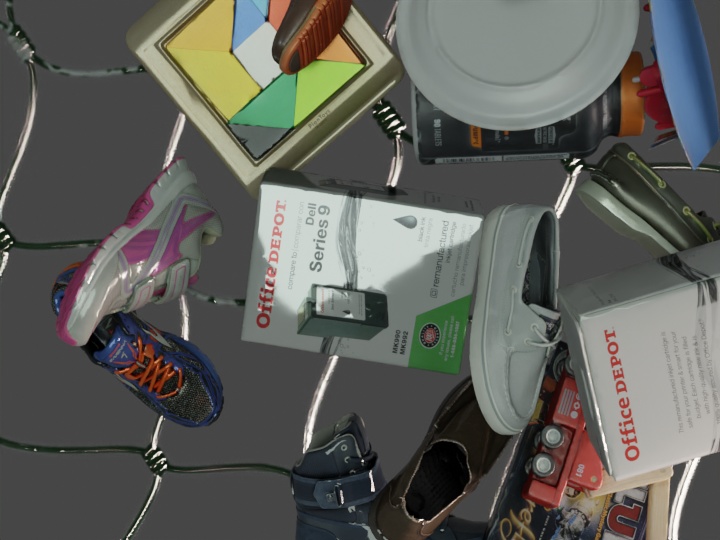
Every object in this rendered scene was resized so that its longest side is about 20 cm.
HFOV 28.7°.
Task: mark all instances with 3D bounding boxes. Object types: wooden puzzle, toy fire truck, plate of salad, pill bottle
[{"bbox_3d":[-0.087,-0.194,1.259,0.184,0.037,0.201,-40,92,9],"label":"wooden puzzle"},{"bbox_3d":[0.215,0.172,1.208,0.139,0.049,0.203,20,79,1],"label":"toy fire truck"},{"bbox_3d":[0.127,-0.204,1.144,0.197,0.048,0.203,-4,71,11],"label":"plate of salad"},{"bbox_3d":[0.143,-0.148,1.208,0.197,0.106,0.108,-2,97,5],"label":"pill bottle"}]

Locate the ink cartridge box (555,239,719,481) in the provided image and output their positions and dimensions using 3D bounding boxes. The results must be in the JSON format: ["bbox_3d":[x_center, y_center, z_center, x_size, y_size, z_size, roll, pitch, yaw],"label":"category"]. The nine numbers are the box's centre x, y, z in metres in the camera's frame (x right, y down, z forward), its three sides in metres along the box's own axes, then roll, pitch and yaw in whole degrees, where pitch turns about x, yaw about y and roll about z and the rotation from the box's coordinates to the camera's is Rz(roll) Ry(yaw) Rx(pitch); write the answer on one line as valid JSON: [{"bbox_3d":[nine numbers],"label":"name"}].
[{"bbox_3d":[0.272,0.064,1.130,0.197,0.086,0.148,-15,108,0],"label":"ink cartridge box"}]

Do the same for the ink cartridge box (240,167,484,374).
[{"bbox_3d":[0.000,0.000,1.241,0.197,0.084,0.148,8,102,0],"label":"ink cartridge box"}]

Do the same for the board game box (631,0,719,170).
[{"bbox_3d":[0.250,-0.169,1.158,0.038,0.200,0.160,-11,101,25],"label":"board game box"}]

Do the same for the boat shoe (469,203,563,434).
[{"bbox_3d":[0.145,0.041,1.228,0.068,0.071,0.203,-6,73,47],"label":"boat shoe"}]

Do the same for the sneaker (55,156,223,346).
[{"bbox_3d":[-0.188,-0.005,1.238,0.088,0.081,0.201,42,63,-10],"label":"sneaker"}]

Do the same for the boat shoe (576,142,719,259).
[{"bbox_3d":[0.281,-0.030,1.226,0.201,0.072,0.061,38,86,-8],"label":"boat shoe"}]

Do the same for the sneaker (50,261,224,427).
[{"bbox_3d":[-0.210,0.076,1.284,0.199,0.078,0.076,38,100,0],"label":"sneaker"}]

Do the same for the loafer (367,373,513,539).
[{"bbox_3d":[0.088,0.163,1.233,0.073,0.071,0.201,39,64,-3],"label":"loafer"}]

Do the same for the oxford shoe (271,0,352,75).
[{"bbox_3d":[-0.038,-0.259,1.212,0.072,0.071,0.202,23,69,8],"label":"oxford shoe"}]

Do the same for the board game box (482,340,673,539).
[{"bbox_3d":[0.201,0.182,1.248,0.134,0.035,0.202,21,80,2],"label":"board game box"}]

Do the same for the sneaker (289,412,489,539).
[{"bbox_3d":[0.033,0.203,1.277,0.199,0.077,0.149,-4,98,6],"label":"sneaker"}]
